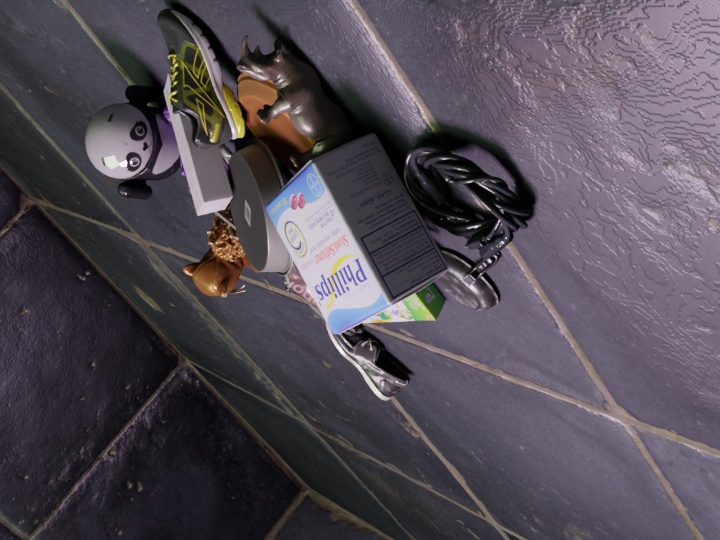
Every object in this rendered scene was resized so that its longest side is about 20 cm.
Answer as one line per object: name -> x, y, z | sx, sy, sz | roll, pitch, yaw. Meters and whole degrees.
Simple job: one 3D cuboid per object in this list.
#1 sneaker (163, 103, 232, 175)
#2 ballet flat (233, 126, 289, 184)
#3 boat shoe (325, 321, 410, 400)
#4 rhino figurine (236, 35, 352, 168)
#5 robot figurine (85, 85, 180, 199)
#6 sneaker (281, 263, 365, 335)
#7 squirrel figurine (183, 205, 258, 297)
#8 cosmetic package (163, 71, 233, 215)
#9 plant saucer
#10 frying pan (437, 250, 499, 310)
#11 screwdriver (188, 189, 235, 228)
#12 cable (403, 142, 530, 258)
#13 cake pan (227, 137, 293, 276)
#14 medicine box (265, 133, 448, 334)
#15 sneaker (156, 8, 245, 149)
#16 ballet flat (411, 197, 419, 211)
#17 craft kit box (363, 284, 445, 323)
sneaker -> -0.262, -0.194, 1.738 | 0.200, 0.083, 0.081 | 52, 171, 24
ballet flat -> -0.142, -0.130, 1.696 | 0.073, 0.073, 0.200 | 16, 150, 53
boat shoe -> 0.014, 0.152, 2.090 | 0.067, 0.072, 0.200 | -37, 96, 35
rhino figurine -> -0.084, -0.214, 1.368 | 0.200, 0.087, 0.060 | 52, -162, -28
robot figurine -> -0.361, -0.209, 1.801 | 0.151, 0.124, 0.200 | 59, -160, 9
sneaker -> -0.062, 0.018, 1.647 | 0.097, 0.071, 0.201 | -1, 134, 41
squirrel figurine -> -0.215, -0.051, 1.844 | 0.141, 0.187, 0.200 | 36, 162, 15
cosmetic package -> -0.241, -0.191, 1.632 | 0.082, 0.050, 0.202 | 150, 105, -70
plant saucer -> -0.098, -0.194, 1.507 | 0.199, 0.038, 0.201 | 36, 161, 14
frying pan -> 0.159, 0.019, 1.501 | 0.115, 0.031, 0.190 | 47, 165, -21
screwdriver -> -0.201, -0.069, 1.728 | 0.199, 0.028, 0.029 | 35, 145, 24
cable -> 0.121, -0.092, 1.290 | 0.163, 0.051, 0.200 | 45, 167, 3
cake pan -> -0.146, -0.087, 1.574 | 0.200, 0.036, 0.202 | 166, 90, -69
medicine box -> -0.009, -0.043, 1.409 | 0.201, 0.102, 0.182 | 62, 152, 2
sneaker -> -0.231, -0.258, 1.499 | 0.201, 0.084, 0.074 | 61, 165, -10
ballet flat -> 0.068, -0.031, 1.505 | 0.071, 0.069, 0.201 | 27, 153, 28
craft kit box -> 0.000, 0.000, 1.676 | 0.196, 0.049, 0.200 | -1, 137, 46
